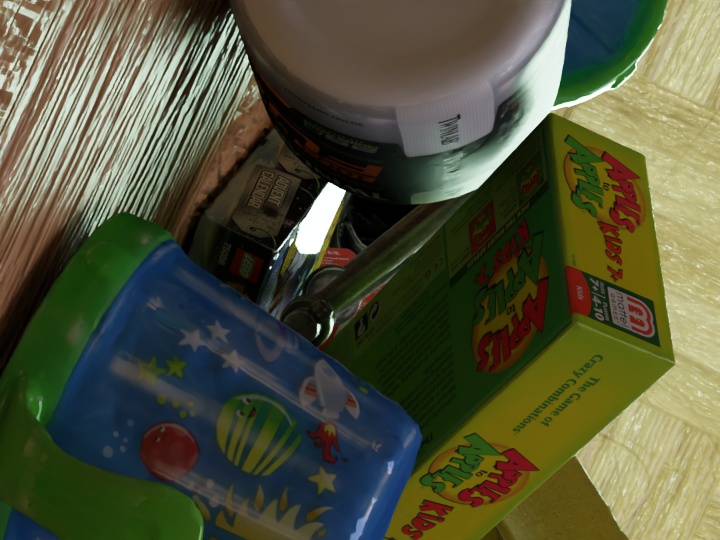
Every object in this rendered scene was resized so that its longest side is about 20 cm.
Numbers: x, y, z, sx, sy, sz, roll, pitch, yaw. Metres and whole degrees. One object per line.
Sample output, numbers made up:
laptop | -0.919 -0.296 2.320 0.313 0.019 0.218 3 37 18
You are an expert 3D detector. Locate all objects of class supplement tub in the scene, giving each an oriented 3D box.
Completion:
supplement tub | 0.016 -0.094 0.983 0.123 0.122 0.200 -63 173 -8

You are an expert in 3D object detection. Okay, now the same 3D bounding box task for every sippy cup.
sippy cup | 0.068 -0.129 1.296 0.177 0.140 0.130 -36 176 -16
sippy cup | -0.055 0.069 0.929 0.178 0.130 0.140 -58 170 -43

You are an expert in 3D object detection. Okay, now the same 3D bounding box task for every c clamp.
c clamp | 0.000 0.000 1.140 0.171 0.027 0.200 -40 180 12

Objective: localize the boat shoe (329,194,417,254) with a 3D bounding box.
boat shoe | 0.008 -0.013 1.507 0.064 0.070 0.201 -54 160 -62

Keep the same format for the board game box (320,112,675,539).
board game box | 0.036 0.044 1.015 0.200 0.047 0.102 -47 -146 38

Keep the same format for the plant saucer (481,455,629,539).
plant saucer | 0.033 0.173 1.168 0.200 0.048 0.200 -45 -138 13

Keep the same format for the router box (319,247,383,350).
router box | -0.012 0.117 1.371 0.049 0.179 0.201 4 119 -40

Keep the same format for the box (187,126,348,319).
box | -0.059 0.031 1.221 0.137 0.040 0.201 -57 170 -56
